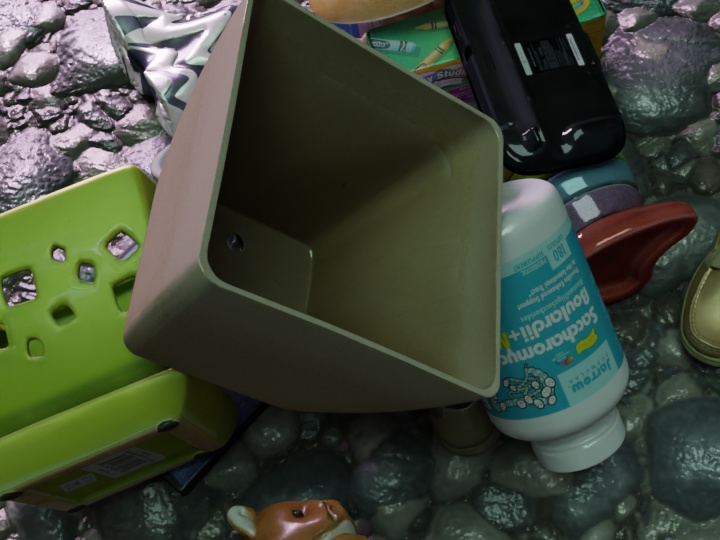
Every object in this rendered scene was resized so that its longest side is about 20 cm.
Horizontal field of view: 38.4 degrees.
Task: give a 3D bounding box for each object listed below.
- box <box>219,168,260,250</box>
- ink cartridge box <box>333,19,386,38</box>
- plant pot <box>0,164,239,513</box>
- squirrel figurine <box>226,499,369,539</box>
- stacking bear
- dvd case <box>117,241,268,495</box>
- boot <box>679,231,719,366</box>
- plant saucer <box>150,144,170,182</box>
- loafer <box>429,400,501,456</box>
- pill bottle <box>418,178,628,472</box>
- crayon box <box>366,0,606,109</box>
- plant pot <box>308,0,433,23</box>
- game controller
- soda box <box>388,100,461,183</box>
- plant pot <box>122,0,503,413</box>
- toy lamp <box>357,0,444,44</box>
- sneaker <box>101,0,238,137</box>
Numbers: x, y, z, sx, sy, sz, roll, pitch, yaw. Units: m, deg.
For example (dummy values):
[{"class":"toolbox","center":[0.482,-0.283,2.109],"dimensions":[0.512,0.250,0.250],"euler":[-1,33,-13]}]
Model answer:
[{"class":"box","center":[-0.049,-0.050,0.826],"dimensions":[0.109,0.200,0.035],"euler":[-17,65,-2]},{"class":"ink cartridge box","center":[0.067,-0.275,1.000],"dimensions":[0.198,0.068,0.117],"euler":[6,64,11]},{"class":"plant pot","center":[-0.203,0.066,0.773],"dimensions":[0.198,0.200,0.183],"euler":[-22,71,-1]},{"class":"squirrel figurine","center":[-0.061,0.247,0.699],"dimensions":[0.200,0.142,0.187],"euler":[-41,32,9]},{"class":"stacking bear","center":[0.162,-0.083,0.848],"dimensions":[0.113,0.122,0.201],"euler":[-11,60,-24]},{"class":"dvd case","center":[-0.169,0.075,0.882],"dimensions":[0.200,0.018,0.143],"euler":[37,74,22]},{"class":"boot","center":[0.316,-0.034,0.795],"dimensions":[0.073,0.156,0.200],"euler":[33,71,21]},{"class":"plant saucer","center":[-0.082,-0.096,0.907],"dimensions":[0.198,0.051,0.200],"euler":[-12,24,5]},{"class":"loafer","center":[0.074,0.046,0.837],"dimensions":[0.075,0.068,0.201],"euler":[-14,62,0]},{"class":"pill bottle","center":[0.125,0.044,0.746],"dimensions":[0.110,0.111,0.201],"euler":[-29,106,-8]},{"class":"crayon box","center":[0.111,-0.181,0.918],"dimensions":[0.198,0.119,0.059],"euler":[-16,62,-1]},{"class":"plant pot","center":[0.039,-0.287,0.908],"dimensions":[0.199,0.028,0.201],"euler":[-19,38,16]},{"class":"game controller","center":[0.136,-0.162,0.819],"dimensions":[0.103,0.042,0.201],"euler":[-7,59,-13]},{"class":"soda box","center":[0.055,-0.090,0.832],"dimensions":[0.068,0.200,0.064],"euler":[14,89,13]},{"class":"plant pot","center":[-0.044,-0.015,0.653],"dimensions":[0.199,0.177,0.201],"euler":[25,54,-29]},{"class":"toy lamp","center":[0.033,-0.218,0.931],"dimensions":[0.199,0.058,0.059],"euler":[-25,60,21]},{"class":"sneaker","center":[-0.166,-0.225,1.005],"dimensions":[0.129,0.080,0.199],"euler":[-24,51,-18]}]
